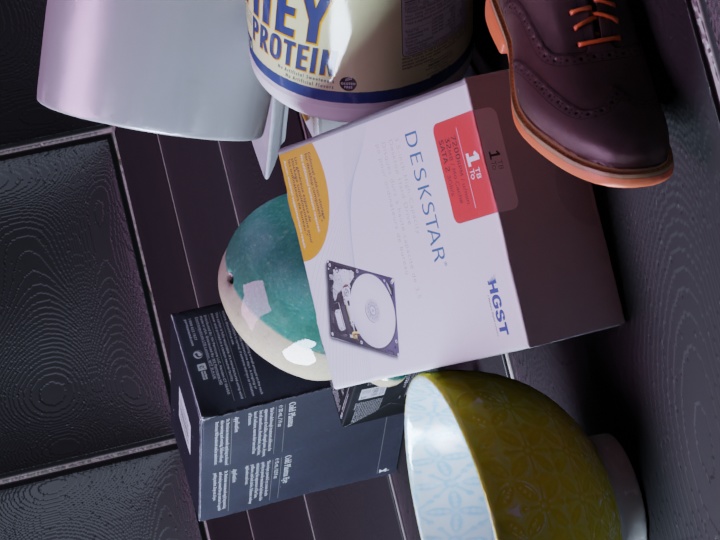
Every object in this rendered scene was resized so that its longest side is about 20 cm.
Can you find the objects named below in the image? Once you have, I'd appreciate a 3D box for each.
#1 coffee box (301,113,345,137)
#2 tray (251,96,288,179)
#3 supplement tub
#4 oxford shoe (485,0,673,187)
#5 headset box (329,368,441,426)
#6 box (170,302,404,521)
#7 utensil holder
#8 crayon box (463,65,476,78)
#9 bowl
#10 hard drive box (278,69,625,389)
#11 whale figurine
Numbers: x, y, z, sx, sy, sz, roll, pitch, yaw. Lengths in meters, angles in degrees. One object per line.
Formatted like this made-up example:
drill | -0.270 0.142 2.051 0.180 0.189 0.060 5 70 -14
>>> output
coffee box | -0.025 -0.199 1.663 0.200 0.079 0.115 -114 17 -45
tray | -0.070 -0.162 1.662 0.200 0.022 0.108 100 155 -61
supplement tub | -0.002 -0.208 1.385 0.145 0.145 0.200 -116 17 -48
oxford shoe | 0.109 -0.117 1.148 0.200 0.071 0.073 -114 21 -46
headset box | 0.000 0.000 1.762 0.149 0.075 0.201 105 150 -65
box | -0.062 0.107 1.905 0.200 0.182 0.104 99 156 -59
utensil holder | -0.127 -0.200 1.509 0.170 0.169 0.201 -139 58 -71
crayon box | 0.044 -0.090 1.504 0.200 0.058 0.119 -115 17 -47
bowl | 0.105 0.147 1.337 0.200 0.107 0.201 167 90 -78
hard drive box | 0.049 -0.023 1.332 0.200 0.077 0.156 -17 86 54
whale figurine | 0.006 0.007 1.521 0.104 0.199 0.159 -62 34 32
